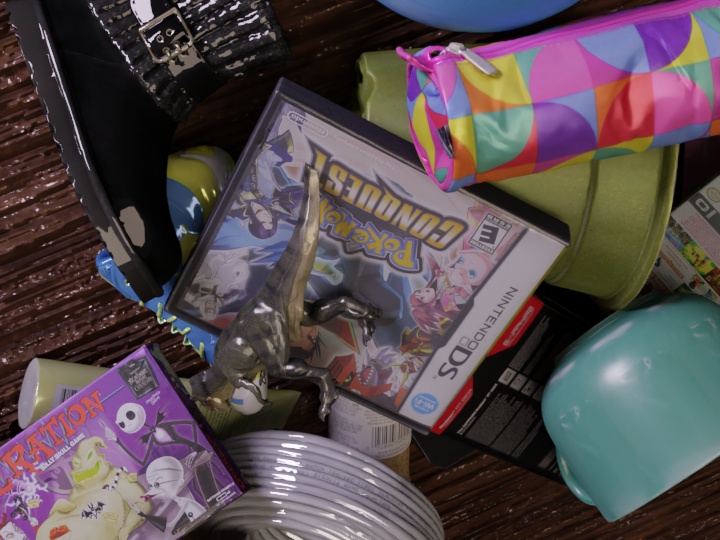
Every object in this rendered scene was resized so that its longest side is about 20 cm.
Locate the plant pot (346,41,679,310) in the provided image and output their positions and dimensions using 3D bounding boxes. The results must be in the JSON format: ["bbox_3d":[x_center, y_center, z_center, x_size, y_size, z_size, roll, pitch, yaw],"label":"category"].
[{"bbox_3d":[0.087,-0.080,0.761,0.190,0.200,0.200,4,113,-7],"label":"plant pot"}]

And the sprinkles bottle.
[{"bbox_3d":[0.007,0.085,0.860,0.068,0.068,0.200,-7,116,-16],"label":"sprinkles bottle"}]

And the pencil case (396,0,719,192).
[{"bbox_3d":[0.122,-0.101,0.627,0.200,0.088,0.089,-13,117,-10],"label":"pencil case"}]

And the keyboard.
[{"bbox_3d":[0.119,0.074,0.922,0.200,0.021,0.127,-33,126,-3],"label":"keyboard"}]

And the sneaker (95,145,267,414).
[{"bbox_3d":[-0.124,0.013,0.789,0.105,0.076,0.200,-8,109,-2],"label":"sneaker"}]

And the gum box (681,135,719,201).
[{"bbox_3d":[0.313,-0.037,0.874,0.066,0.113,0.200,-38,132,-48],"label":"gum box"}]

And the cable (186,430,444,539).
[{"bbox_3d":[-0.032,0.194,0.839,0.200,0.069,0.200,32,142,-16],"label":"cable"}]

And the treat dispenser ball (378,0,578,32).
[{"bbox_3d":[0.067,-0.233,0.619,0.200,0.201,0.201,-7,116,-15],"label":"treat dispenser ball"}]

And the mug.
[{"bbox_3d":[0.192,0.095,0.794,0.185,0.115,0.152,-39,165,21],"label":"mug"}]

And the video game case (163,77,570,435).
[{"bbox_3d":[0.000,0.000,0.711,0.200,0.026,0.181,26,122,-10],"label":"video game case"}]

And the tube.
[{"bbox_3d":[-0.148,0.105,0.833,0.200,0.058,0.052,12,71,-26],"label":"tube"}]

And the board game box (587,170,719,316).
[{"bbox_3d":[0.285,0.003,0.830,0.148,0.064,0.200,49,131,4],"label":"board game box"}]

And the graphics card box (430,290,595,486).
[{"bbox_3d":[0.134,0.087,0.872,0.200,0.051,0.126,27,102,-42],"label":"graphics card box"}]

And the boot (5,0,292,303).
[{"bbox_3d":[-0.111,-0.101,0.698,0.158,0.079,0.212,-20,94,-8],"label":"boot"}]

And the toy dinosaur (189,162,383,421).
[{"bbox_3d":[-0.041,0.037,0.701,0.088,0.047,0.200,29,119,-3],"label":"toy dinosaur"}]

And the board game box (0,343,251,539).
[{"bbox_3d":[-0.187,0.153,0.757,0.200,0.032,0.120,-36,81,7],"label":"board game box"}]
